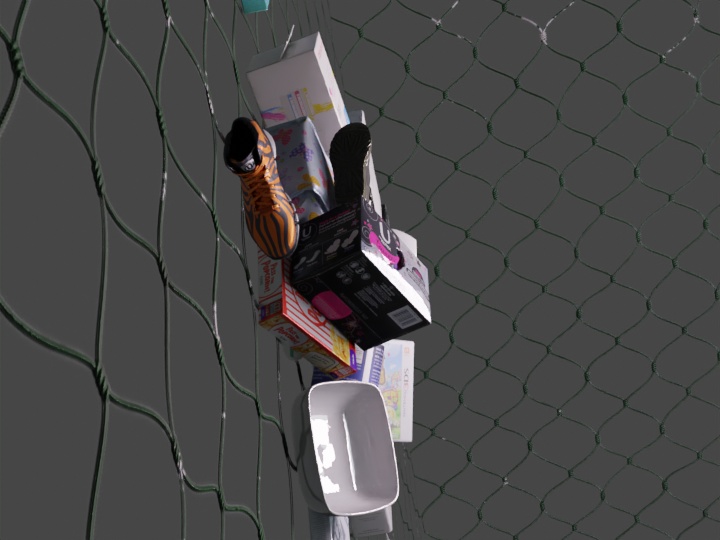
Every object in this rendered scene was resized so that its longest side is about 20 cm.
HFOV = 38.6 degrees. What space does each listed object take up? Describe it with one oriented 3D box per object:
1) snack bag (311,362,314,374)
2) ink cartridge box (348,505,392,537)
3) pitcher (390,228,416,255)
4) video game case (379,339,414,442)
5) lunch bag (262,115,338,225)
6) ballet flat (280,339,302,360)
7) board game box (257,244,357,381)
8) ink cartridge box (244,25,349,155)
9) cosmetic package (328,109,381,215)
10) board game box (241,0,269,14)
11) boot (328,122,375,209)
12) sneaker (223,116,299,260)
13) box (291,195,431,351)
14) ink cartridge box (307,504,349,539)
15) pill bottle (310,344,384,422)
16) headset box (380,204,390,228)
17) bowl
[{"bbox_3d":[-0.089,0.093,1.877,0.200,0.021,0.192,-63,144,-82],"label":"snack bag"},{"bbox_3d":[0.006,0.397,2.030,0.146,0.082,0.203,-88,167,-65],"label":"ink cartridge box"},{"bbox_3d":[0.000,0.000,1.793,0.172,0.196,0.123,-88,176,-58],"label":"pitcher"},{"bbox_3d":[0.012,0.212,1.835,0.022,0.198,0.185,-11,-105,55],"label":"video game case"},{"bbox_3d":[-0.094,-0.107,1.627,0.201,0.125,0.171,60,17,-49],"label":"lunch bag"},{"bbox_3d":[-0.095,0.077,1.649,0.201,0.068,0.070,-74,155,-61],"label":"ballet flat"},{"bbox_3d":[-0.080,0.054,1.541,0.200,0.046,0.153,41,34,-46],"label":"board game box"},{"bbox_3d":[-0.105,-0.295,1.715,0.129,0.123,0.202,-89,160,-66],"label":"ink cartridge box"},{"bbox_3d":[-0.055,-0.157,1.887,0.169,0.164,0.202,-93,172,-51],"label":"cosmetic package"},{"bbox_3d":[-0.193,-0.555,1.728,0.153,0.044,0.202,-91,170,-59],"label":"board game box"},{"bbox_3d":[0.002,-0.108,1.645,0.201,0.071,0.184,63,29,-55],"label":"boot"},{"bbox_3d":[-0.146,-0.116,1.411,0.112,0.077,0.203,38,32,-76],"label":"sneaker"},{"bbox_3d":[0.004,0.006,1.539,0.200,0.131,0.116,44,32,-40],"label":"box"},{"bbox_3d":[-0.044,0.455,1.626,0.201,0.040,0.202,73,9,-55],"label":"ink cartridge box"},{"bbox_3d":[-0.020,0.156,1.734,0.116,0.114,0.203,60,39,-75],"label":"pill bottle"},{"bbox_3d":[-0.014,-0.009,2.025,0.093,0.171,0.202,-90,169,-59],"label":"headset box"},{"bbox_3d":[-0.032,0.276,1.576,0.198,0.074,0.203,7,68,-52],"label":"bowl"}]
